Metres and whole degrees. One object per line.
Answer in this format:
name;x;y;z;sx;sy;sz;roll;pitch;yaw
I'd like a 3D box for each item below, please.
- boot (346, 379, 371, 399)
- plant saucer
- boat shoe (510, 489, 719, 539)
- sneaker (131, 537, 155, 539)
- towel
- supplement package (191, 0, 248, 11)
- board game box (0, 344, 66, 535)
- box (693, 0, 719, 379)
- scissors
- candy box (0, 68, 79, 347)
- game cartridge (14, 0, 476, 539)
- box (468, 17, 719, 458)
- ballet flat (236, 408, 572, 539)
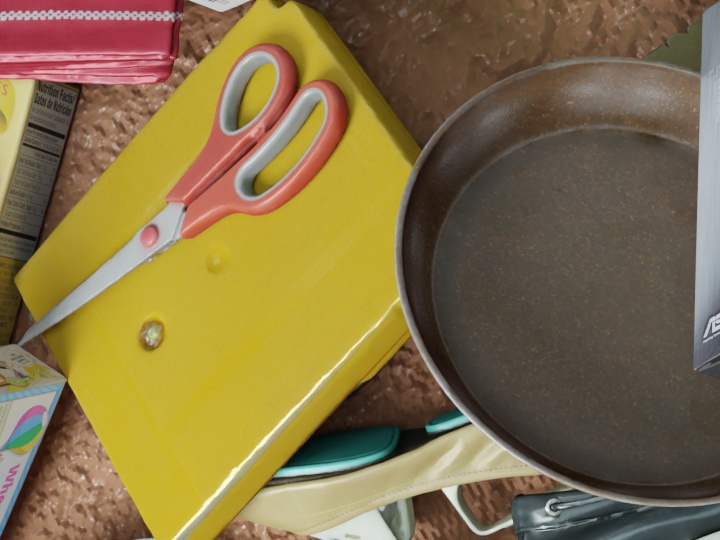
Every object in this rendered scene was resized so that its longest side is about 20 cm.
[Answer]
boot;0.000;0.000;1.007;0.200;0.075;0.074;-41;79;10
plant saucer;0.110;0.006;0.892;0.200;0.035;0.201;4;62;-7
boat shoe;0.155;0.085;0.950;0.199;0.075;0.066;-24;79;3
sneaker;-0.154;0.188;1.040;0.200;0.071;0.073;-27;75;-10
towel;-0.145;-0.181;1.057;0.144;0.022;0.201;1;70;11
supplement package;-0.019;-0.204;0.939;0.200;0.109;0.114;-20;73;28
board game box;-0.217;0.134;1.001;0.034;0.134;0.200;31;107;22
box;0.223;-0.011;0.874;0.048;0.200;0.159;-32;45;52
scissors;-0.082;-0.017;0.993;0.200;0.014;0.073;-48;55;15
candy box;-0.221;-0.010;1.076;0.116;0.056;0.201;14;88;16
game cartridge;-0.054;-0.002;0.998;0.200;0.032;0.176;-46;55;17
box;0.165;-0.005;0.940;0.163;0.021;0.200;-35;71;-24
ballet flat;0.029;0.094;0.999;0.199;0.069;0.063;-17;96;14
